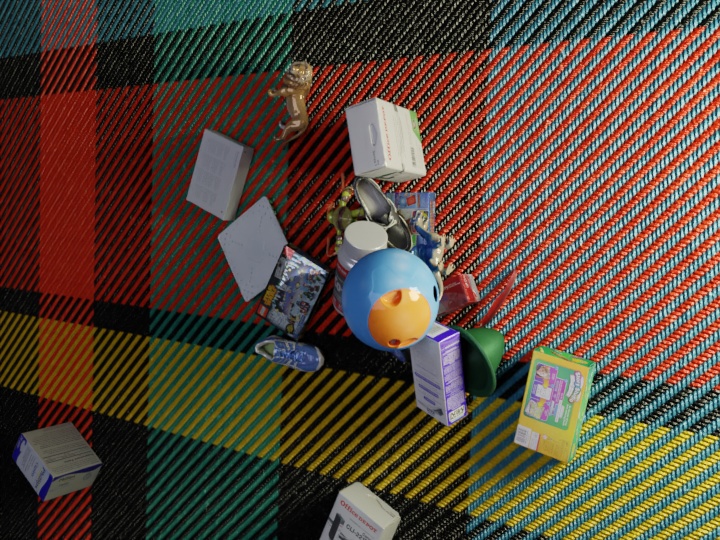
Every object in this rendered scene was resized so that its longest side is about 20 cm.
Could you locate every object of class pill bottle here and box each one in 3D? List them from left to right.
[{"bbox_3d":[0.000,0.000,1.551,0.113,0.113,0.203,33,137,26],"label":"pill bottle"}]

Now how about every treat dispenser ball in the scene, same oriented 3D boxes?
[{"bbox_3d":[0.059,0.058,1.406,0.197,0.199,0.206,1,93,32],"label":"treat dispenser ball"}]

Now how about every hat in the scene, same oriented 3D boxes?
[{"bbox_3d":[0.287,0.147,1.497,0.167,0.174,0.201,51,153,17],"label":"hat"}]

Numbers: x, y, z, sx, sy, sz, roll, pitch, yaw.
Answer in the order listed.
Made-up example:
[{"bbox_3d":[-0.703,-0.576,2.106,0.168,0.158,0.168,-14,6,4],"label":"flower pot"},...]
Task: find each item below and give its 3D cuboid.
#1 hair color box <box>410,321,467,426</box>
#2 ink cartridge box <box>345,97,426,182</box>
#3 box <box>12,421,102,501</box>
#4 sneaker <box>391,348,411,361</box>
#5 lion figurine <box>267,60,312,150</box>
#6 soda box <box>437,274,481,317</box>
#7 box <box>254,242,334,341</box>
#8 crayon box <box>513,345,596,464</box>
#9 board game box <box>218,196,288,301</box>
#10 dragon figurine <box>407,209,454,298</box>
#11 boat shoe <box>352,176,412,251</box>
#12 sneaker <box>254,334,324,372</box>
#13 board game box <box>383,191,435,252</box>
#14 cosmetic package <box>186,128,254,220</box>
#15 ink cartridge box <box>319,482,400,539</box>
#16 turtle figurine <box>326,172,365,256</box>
[{"bbox_3d":[0.164,0.214,1.493,0.109,0.064,0.205,24,127,52],"label":"hair color box"},{"bbox_3d":[0.057,-0.276,1.516,0.083,0.199,0.150,-11,86,30],"label":"ink cartridge box"},{"bbox_3d":[-0.949,0.595,2.199,0.199,0.183,0.106,40,110,25],"label":"box"},{"bbox_3d":[0.046,0.145,1.626,0.200,0.074,0.080,43,122,32],"label":"sneaker"},{"bbox_3d":[-0.162,-0.407,1.736,0.120,0.072,0.205,-4,104,22],"label":"lion figurine"},{"bbox_3d":[0.159,0.071,1.542,0.197,0.069,0.065,-25,77,30],"label":"soda box"},{"bbox_3d":[-0.166,0.054,1.748,0.135,0.040,0.203,30,108,13],"label":"box"},{"bbox_3d":[0.390,0.268,1.412,0.117,0.058,0.205,15,100,30],"label":"crayon box"},{"bbox_3d":[-0.267,-0.054,1.833,0.198,0.026,0.203,-34,74,28],"label":"board game box"},{"bbox_3d":[0.146,-0.027,1.503,0.098,0.058,0.205,1,89,46],"label":"dragon figurine"},{"bbox_3d":[0.049,-0.122,1.537,0.073,0.060,0.203,-30,95,4],"label":"boat shoe"},{"bbox_3d":[-0.179,0.213,1.759,0.196,0.077,0.078,7,94,30],"label":"sneaker"},{"bbox_3d":[0.102,-0.075,1.592,0.133,0.034,0.205,4,94,33],"label":"board game box"},{"bbox_3d":[-0.377,-0.256,1.880,0.149,0.051,0.204,28,107,30],"label":"cosmetic package"},{"bbox_3d":[-0.011,0.634,1.665,0.143,0.083,0.204,30,107,28],"label":"ink cartridge box"},{"bbox_3d":[-0.026,-0.129,1.634,0.159,0.064,0.205,8,85,40],"label":"turtle figurine"}]
